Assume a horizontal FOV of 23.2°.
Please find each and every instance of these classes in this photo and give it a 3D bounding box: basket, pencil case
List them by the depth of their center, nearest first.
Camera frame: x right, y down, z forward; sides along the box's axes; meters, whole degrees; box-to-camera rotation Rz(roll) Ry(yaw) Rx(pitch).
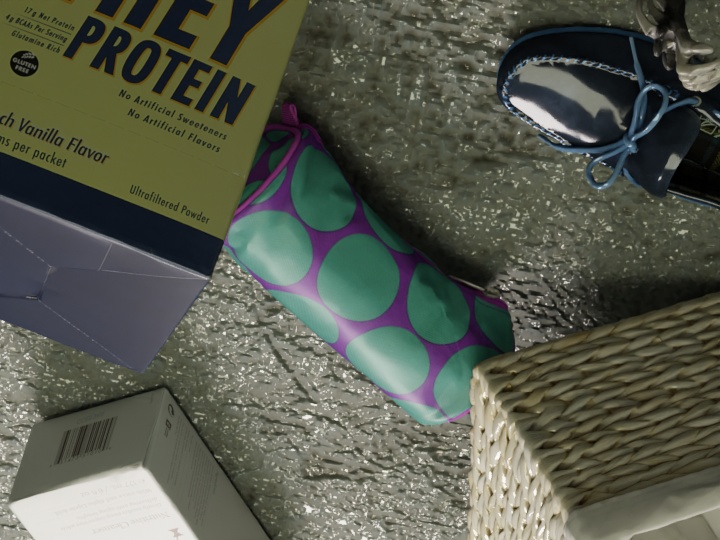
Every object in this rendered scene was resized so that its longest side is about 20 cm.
[{"bbox_3d":[0.174,0.145,1.031,0.200,0.161,0.199,-16,132,-17],"label":"basket"},{"bbox_3d":[0.000,0.000,1.032,0.200,0.085,0.092,41,86,-23],"label":"pencil case"}]

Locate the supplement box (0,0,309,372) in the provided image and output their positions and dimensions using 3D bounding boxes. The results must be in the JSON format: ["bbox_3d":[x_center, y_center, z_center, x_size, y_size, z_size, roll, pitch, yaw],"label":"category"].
[{"bbox_3d":[-0.121,-0.083,0.862,0.134,0.200,0.200,21,160,-10],"label":"supplement box"}]

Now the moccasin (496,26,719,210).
[{"bbox_3d":[0.171,-0.077,0.949,0.199,0.068,0.081,15,131,-3],"label":"moccasin"}]

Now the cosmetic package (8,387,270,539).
[{"bbox_3d":[-0.141,0.186,1.214,0.113,0.081,0.200,-18,124,20],"label":"cosmetic package"}]

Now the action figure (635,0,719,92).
[{"bbox_3d":[0.175,-0.160,0.860,0.199,0.102,0.119,1,142,7],"label":"action figure"}]
